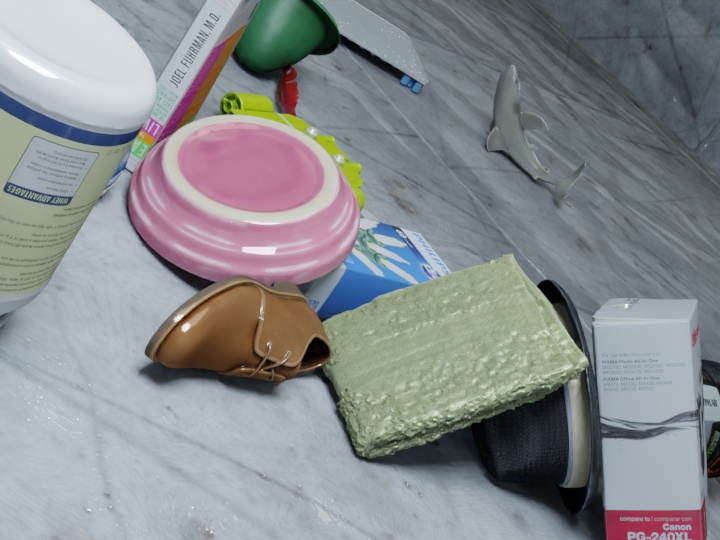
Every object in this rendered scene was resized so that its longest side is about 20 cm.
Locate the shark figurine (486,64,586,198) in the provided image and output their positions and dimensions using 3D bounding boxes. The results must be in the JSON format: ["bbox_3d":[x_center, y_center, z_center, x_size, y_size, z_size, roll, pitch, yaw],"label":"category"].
[{"bbox_3d":[0.237,-0.184,1.861,0.089,0.128,0.216,-24,80,-37],"label":"shark figurine"}]

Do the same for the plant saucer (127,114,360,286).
[{"bbox_3d":[-0.094,-0.068,1.035,0.197,0.051,0.202,9,40,-7],"label":"plant saucer"}]

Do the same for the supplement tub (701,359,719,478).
[{"bbox_3d":[0.329,0.150,1.255,0.198,0.123,0.123,10,34,-47],"label":"supplement tub"}]

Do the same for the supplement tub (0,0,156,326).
[{"bbox_3d":[-0.226,-0.066,0.733,0.144,0.201,0.146,31,23,-14],"label":"supplement tub"}]

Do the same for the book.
[{"bbox_3d":[-0.144,-0.190,1.097,0.048,0.201,0.134,34,22,-8],"label":"book"}]

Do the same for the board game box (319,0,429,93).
[{"bbox_3d":[0.004,-0.365,1.893,0.198,0.026,0.201,27,25,-23],"label":"board game box"}]

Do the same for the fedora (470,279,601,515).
[{"bbox_3d":[0.141,0.111,1.058,0.090,0.203,0.201,-5,31,-4],"label":"fedora"}]

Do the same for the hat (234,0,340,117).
[{"bbox_3d":[-0.128,-0.243,1.469,0.164,0.178,0.200,29,-14,-13],"label":"hat"}]

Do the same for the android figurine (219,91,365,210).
[{"bbox_3d":[-0.069,-0.118,1.287,0.182,0.041,0.199,47,26,22],"label":"android figurine"}]

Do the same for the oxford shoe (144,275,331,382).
[{"bbox_3d":[-0.079,0.051,0.903,0.071,0.072,0.199,47,23,19],"label":"oxford shoe"}]

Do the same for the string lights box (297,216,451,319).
[{"bbox_3d":[0.000,0.000,1.133,0.198,0.059,0.103,13,31,-45],"label":"string lights box"}]

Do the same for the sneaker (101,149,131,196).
[{"bbox_3d":[-0.245,-0.108,0.934,0.079,0.089,0.199,49,25,25],"label":"sneaker"}]

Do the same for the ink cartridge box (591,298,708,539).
[{"bbox_3d":[0.252,0.130,1.056,0.082,0.203,0.145,-3,5,18],"label":"ink cartridge box"}]

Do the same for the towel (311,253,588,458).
[{"bbox_3d":[0.068,0.067,0.988,0.037,0.197,0.149,79,-12,-45],"label":"towel"}]
